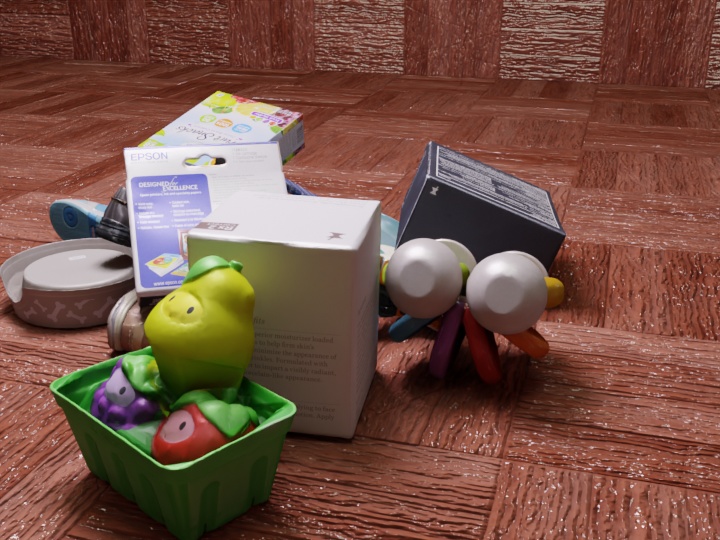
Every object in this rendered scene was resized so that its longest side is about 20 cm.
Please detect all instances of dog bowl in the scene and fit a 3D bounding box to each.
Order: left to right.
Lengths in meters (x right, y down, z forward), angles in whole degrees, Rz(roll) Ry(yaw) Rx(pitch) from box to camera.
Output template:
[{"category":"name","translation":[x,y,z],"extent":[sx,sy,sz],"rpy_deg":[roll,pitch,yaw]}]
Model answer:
[{"category":"dog bowl","translation":[-0.369,0.015,1.174],"extent":[0.198,0.059,0.200],"rpy_deg":[1,20,0]}]

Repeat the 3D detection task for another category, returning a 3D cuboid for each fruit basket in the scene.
[{"category":"fruit basket","translation":[-0.156,0.095,0.766],"extent":[0.215,0.217,0.155],"rpy_deg":[19,27,41]}]

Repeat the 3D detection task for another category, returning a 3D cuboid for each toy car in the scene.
[{"category":"toy car","translation":[0.116,0.047,0.971],"extent":[0.198,0.151,0.175],"rpy_deg":[10,5,14]}]

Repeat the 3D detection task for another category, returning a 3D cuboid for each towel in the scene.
[{"category":"towel","translation":[-0.139,-0.146,1.499],"extent":[0.199,0.024,0.145],"rpy_deg":[28,6,-21]}]

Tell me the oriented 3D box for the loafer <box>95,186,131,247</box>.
[{"category":"loafer","translation":[-0.272,-0.061,1.223],"extent":[0.072,0.073,0.200],"rpy_deg":[19,2,25]}]

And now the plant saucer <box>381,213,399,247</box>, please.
[{"category":"plant saucer","translation":[-0.020,-0.060,1.377],"extent":[0.198,0.028,0.200],"rpy_deg":[10,22,-4]}]

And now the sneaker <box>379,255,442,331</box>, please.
[{"category":"sneaker","translation":[0.041,0.025,1.108],"extent":[0.199,0.076,0.092],"rpy_deg":[21,3,-13]}]

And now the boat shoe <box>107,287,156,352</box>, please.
[{"category":"boat shoe","translation":[-0.233,0.033,1.092],"extent":[0.071,0.076,0.201],"rpy_deg":[15,44,12]}]

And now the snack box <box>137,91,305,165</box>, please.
[{"category":"snack box","translation":[-0.206,-0.188,1.348],"extent":[0.168,0.068,0.200],"rpy_deg":[18,44,24]}]

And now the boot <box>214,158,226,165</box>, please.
[{"category":"boot","translation":[-0.129,-0.066,1.194],"extent":[0.137,0.202,0.077],"rpy_deg":[-3,23,-20]}]

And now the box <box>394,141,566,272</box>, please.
[{"category":"box","translation":[0.160,-0.068,1.229],"extent":[0.199,0.124,0.199],"rpy_deg":[22,21,-3]}]

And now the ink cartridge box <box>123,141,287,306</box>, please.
[{"category":"ink cartridge box","translation":[-0.181,-0.060,1.080],"extent":[0.196,0.047,0.201],"rpy_deg":[-4,62,-16]}]

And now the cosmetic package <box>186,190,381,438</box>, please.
[{"category":"cosmetic package","translation":[-0.071,0.038,0.910],"extent":[0.163,0.202,0.165],"rpy_deg":[5,20,9]}]

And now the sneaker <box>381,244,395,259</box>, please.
[{"category":"sneaker","translation":[0.001,0.000,1.209],"extent":[0.198,0.071,0.093],"rpy_deg":[5,18,1]}]

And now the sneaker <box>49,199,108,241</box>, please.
[{"category":"sneaker","translation":[-0.377,-0.077,1.393],"extent":[0.199,0.080,0.130],"rpy_deg":[19,28,19]}]
